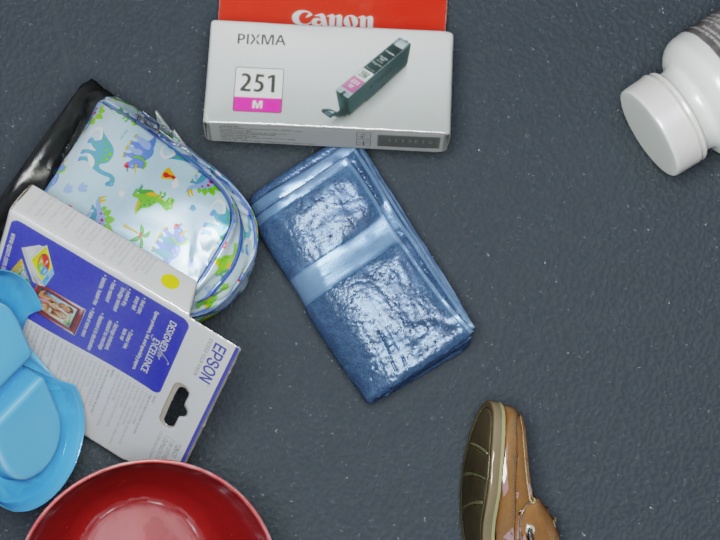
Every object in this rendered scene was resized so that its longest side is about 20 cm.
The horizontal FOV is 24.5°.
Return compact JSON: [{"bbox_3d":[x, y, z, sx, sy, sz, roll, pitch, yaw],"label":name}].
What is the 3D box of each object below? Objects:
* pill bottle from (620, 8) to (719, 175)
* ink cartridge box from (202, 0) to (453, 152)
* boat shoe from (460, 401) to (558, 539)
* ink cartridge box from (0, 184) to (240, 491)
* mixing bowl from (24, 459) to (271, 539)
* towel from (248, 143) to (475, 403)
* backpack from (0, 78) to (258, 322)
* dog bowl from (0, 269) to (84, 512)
[{"bbox_3d":[0.315,-0.162,1.342,0.199,0.111,0.111,-32,85,-5],"label":"pill bottle"},{"bbox_3d":[-0.023,-0.187,1.354,0.198,0.044,0.175,3,71,-1],"label":"ink cartridge box"},{"bbox_3d":[0.120,0.206,1.319,0.067,0.072,0.202,4,89,-12],"label":"boat shoe"},{"bbox_3d":[-0.196,0.055,1.277,0.199,0.198,0.047,30,45,0],"label":"ink cartridge box"},{"bbox_3d":[-0.167,0.238,1.281,0.198,0.108,0.202,0,92,-10],"label":"mixing bowl"},{"bbox_3d":[0.000,0.000,1.350,0.111,0.049,0.201,-32,85,-3],"label":"towel"},{"bbox_3d":[-0.175,-0.040,1.316,0.200,0.154,0.164,37,77,-10],"label":"backpack"},{"bbox_3d":[-0.277,0.088,1.244,0.049,0.201,0.112,8,41,33],"label":"dog bowl"}]
